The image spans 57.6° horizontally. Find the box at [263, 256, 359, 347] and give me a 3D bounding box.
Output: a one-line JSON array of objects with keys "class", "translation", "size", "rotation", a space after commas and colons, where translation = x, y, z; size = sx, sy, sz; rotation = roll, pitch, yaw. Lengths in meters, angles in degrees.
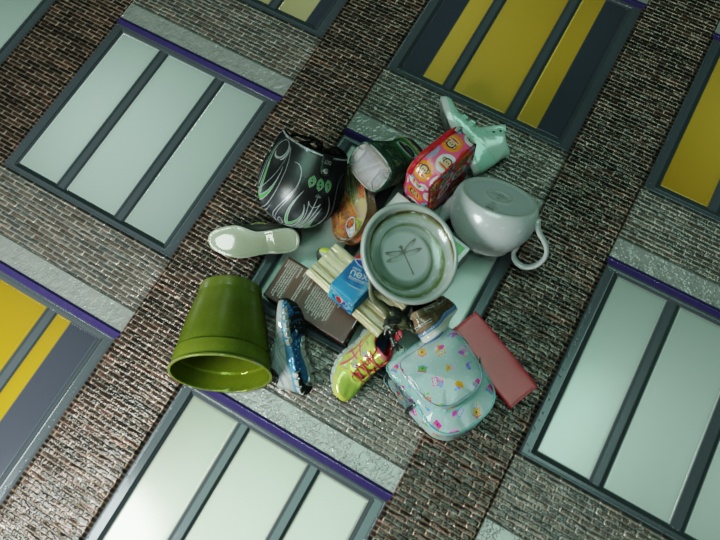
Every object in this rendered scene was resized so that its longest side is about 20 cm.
[{"class": "box", "translation": [-0.091, 0.066, 1.377], "size": [0.200, 0.075, 0.100], "rotation": [30, 79, 12]}]

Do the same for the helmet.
[{"class": "helmet", "translation": [-0.127, -0.183, 1.396], "size": [0.200, 0.200, 0.191], "rotation": [28, 110, 10]}]

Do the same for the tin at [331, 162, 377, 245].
[{"class": "tin", "translation": [-0.016, -0.146, 1.421], "size": [0.042, 0.112, 0.200], "rotation": [20, 49, -34]}]

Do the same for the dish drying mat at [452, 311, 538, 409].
[{"class": "dish drying mat", "translation": [0.275, 0.184, 1.360], "size": [0.077, 0.018, 0.200], "rotation": [-35, 75, -9]}]

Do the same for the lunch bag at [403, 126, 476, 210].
[{"class": "lunch bag", "translation": [0.178, -0.213, 1.399], "size": [0.176, 0.200, 0.082], "rotation": [-41, 77, -15]}]

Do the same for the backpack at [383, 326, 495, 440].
[{"class": "backpack", "translation": [0.164, 0.225, 1.280], "size": [0.176, 0.153, 0.200], "rotation": [-32, 77, -17]}]

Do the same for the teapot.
[{"class": "teapot", "translation": [0.276, -0.095, 1.390], "size": [0.197, 0.146, 0.200], "rotation": [-1, 37, -21]}]

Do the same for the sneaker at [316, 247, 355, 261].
[{"class": "sneaker", "translation": [0.000, 0.000, 1.396], "size": [0.200, 0.078, 0.090], "rotation": [31, 68, 4]}]

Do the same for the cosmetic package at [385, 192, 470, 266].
[{"class": "cosmetic package", "translation": [0.124, -0.059, 1.410], "size": [0.200, 0.085, 0.108], "rotation": [39, 80, 12]}]

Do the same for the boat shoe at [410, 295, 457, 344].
[{"class": "boat shoe", "translation": [0.142, 0.076, 1.294], "size": [0.072, 0.200, 0.072], "rotation": [-34, 93, 15]}]

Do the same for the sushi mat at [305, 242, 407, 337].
[{"class": "sushi mat", "translation": [-0.007, 0.038, 1.324], "size": [0.200, 0.012, 0.096], "rotation": [41, 69, 7]}]

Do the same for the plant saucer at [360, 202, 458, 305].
[{"class": "plant saucer", "translation": [0.089, -0.029, 1.258], "size": [0.200, 0.050, 0.201], "rotation": [4, 76, -17]}]

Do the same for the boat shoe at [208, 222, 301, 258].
[{"class": "boat shoe", "translation": [-0.229, -0.069, 1.437], "size": [0.201, 0.061, 0.072], "rotation": [1, 107, 4]}]

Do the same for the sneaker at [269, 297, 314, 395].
[{"class": "sneaker", "translation": [-0.157, 0.155, 1.324], "size": [0.087, 0.075, 0.200], "rotation": [-3, 97, 28]}]

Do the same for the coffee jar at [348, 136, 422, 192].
[{"class": "coffee jar", "translation": [0.068, -0.233, 1.418], "size": [0.104, 0.200, 0.085], "rotation": [50, 123, 12]}]

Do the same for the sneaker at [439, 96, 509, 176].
[{"class": "sneaker", "translation": [0.264, -0.326, 1.499], "size": [0.118, 0.074, 0.201], "rotation": [-26, 82, 0]}]

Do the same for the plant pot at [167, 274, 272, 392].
[{"class": "plant pot", "translation": [-0.271, 0.119, 1.316], "size": [0.200, 0.200, 0.193], "rotation": [0, 60, 1]}]

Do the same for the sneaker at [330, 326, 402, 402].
[{"class": "sneaker", "translation": [0.014, 0.178, 1.318], "size": [0.078, 0.090, 0.200], "rotation": [41, 74, -26]}]

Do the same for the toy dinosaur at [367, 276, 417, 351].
[{"class": "toy dinosaur", "translation": [0.063, 0.098, 1.264], "size": [0.047, 0.200, 0.088], "rotation": [-20, 46, 30]}]

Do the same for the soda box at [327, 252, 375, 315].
[{"class": "soda box", "translation": [0.025, -0.009, 1.302], "size": [0.064, 0.068, 0.200], "rotation": [39, 68, 10]}]
